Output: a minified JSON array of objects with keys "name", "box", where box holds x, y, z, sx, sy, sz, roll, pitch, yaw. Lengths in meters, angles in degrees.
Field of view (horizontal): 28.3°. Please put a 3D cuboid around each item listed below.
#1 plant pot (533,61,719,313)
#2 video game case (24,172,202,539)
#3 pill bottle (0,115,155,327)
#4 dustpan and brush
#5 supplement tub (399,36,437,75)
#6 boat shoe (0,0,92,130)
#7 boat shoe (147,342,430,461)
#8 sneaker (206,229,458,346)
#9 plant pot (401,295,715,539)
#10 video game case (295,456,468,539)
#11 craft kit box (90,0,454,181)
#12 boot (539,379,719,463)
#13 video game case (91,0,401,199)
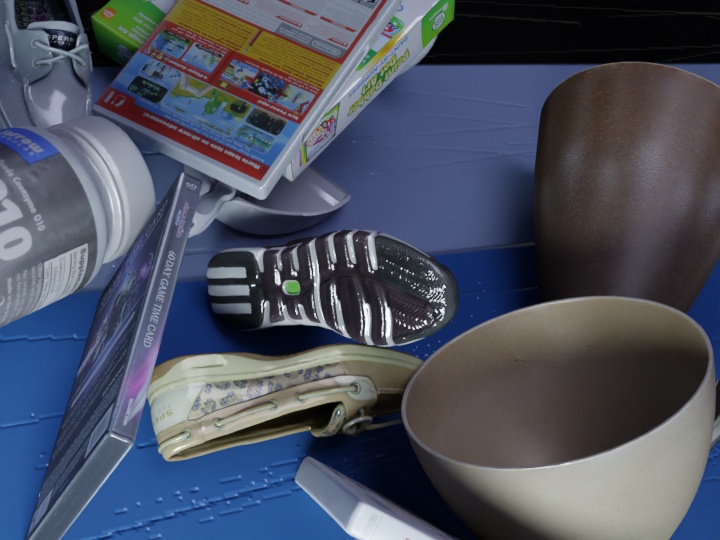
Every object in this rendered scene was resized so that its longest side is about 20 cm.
[{"name":"plant pot","box":[0.216,-0.031,1.154,0.186,0.187,0.201,26,57,-12]},{"name":"video game case","box":[-0.147,0.054,0.852,0.019,0.143,0.201,25,45,-16]},{"name":"pill bottle","box":[-0.230,-0.024,0.885,0.114,0.114,0.200,49,44,11]},{"name":"dustpan and brush","box":[-0.091,-0.063,1.046,0.139,0.057,0.200,38,43,1]},{"name":"supplement tub","box":[-0.008,-0.269,1.229,0.122,0.123,0.201,9,50,-27]},{"name":"boat shoe","box":[-0.229,-0.154,1.025,0.070,0.072,0.201,0,55,-33]},{"name":"boat shoe","box":[-0.044,0.092,0.948,0.199,0.073,0.063,-2,61,-21]},{"name":"sneaker","box":[0.000,0.000,0.984,0.115,0.199,0.076,-19,109,-53]},{"name":"plant pot","box":[0.138,0.124,0.932,0.200,0.200,0.135,-45,127,-46]},{"name":"video game case","box":[0.055,0.174,0.871,0.182,0.200,0.023,29,84,-9]},{"name":"craft kit box","box":[-0.064,-0.191,1.082,0.200,0.049,0.198,35,63,19]},{"name":"boot","box":[0.188,0.099,1.080,0.154,0.074,0.203,47,50,9]},{"name":"video game case","box":[-0.079,-0.155,1.027,0.143,0.017,0.200,26,63,15]}]
